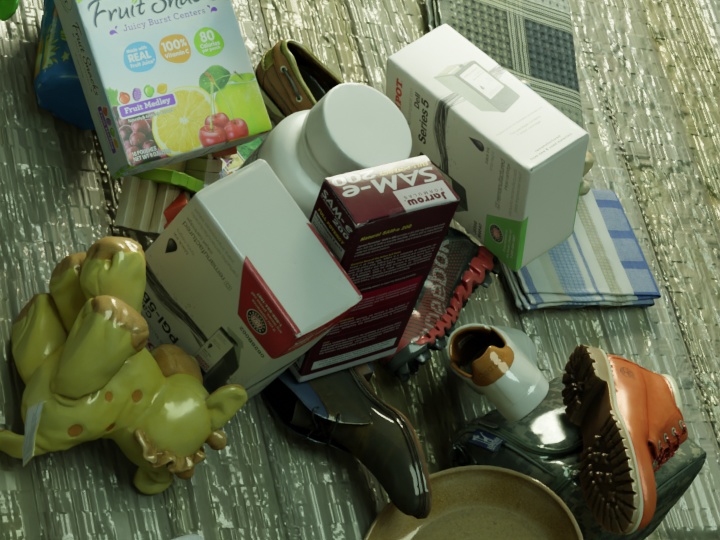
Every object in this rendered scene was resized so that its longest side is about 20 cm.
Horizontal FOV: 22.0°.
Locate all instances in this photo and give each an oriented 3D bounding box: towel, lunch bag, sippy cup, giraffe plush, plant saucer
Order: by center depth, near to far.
[{"bbox_3d":[-0.184,0.095,1.494,0.162,0.173,0.200,27,58,-29],"label":"giraffe plush"},{"bbox_3d":[0.097,0.264,1.596,0.200,0.035,0.200,-7,53,9],"label":"plant saucer"},{"bbox_3d":[-0.233,-0.201,1.664,0.178,0.140,0.130,11,64,1],"label":"sippy cup"},{"bbox_3d":[0.195,0.182,1.718,0.168,0.139,0.200,44,43,20],"label":"lunch bag"},{"bbox_3d":[0.217,-0.023,1.934,0.200,0.024,0.147,-1,61,-38],"label":"towel"},{"bbox_3d":[0.155,-0.248,2.033,0.200,0.035,0.193,15,58,-30],"label":"towel"}]

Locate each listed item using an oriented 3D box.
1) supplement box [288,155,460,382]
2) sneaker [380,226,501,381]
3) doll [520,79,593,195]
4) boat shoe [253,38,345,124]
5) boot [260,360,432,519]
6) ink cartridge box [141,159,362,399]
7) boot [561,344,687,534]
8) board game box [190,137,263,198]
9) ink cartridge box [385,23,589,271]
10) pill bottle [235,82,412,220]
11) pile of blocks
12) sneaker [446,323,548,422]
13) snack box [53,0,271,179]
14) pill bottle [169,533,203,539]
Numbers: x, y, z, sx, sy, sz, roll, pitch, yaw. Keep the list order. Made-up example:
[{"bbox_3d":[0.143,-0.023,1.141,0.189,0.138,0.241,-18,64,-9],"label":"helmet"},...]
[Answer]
[{"bbox_3d":[0.000,0.000,1.579,0.109,0.200,0.061,-15,55,-33],"label":"supplement box"},{"bbox_3d":[0.056,0.023,1.758,0.098,0.071,0.200,42,45,-6],"label":"sneaker"},{"bbox_3d":[0.195,-0.133,1.900,0.137,0.048,0.200,62,14,14],"label":"doll"},{"bbox_3d":[-0.022,-0.142,1.807,0.200,0.068,0.072,41,45,-8],"label":"boat shoe"},{"bbox_3d":[-0.017,0.145,1.625,0.097,0.075,0.200,-11,51,-29],"label":"boot"},{"bbox_3d":[-0.111,0.024,1.551,0.083,0.200,0.147,-31,82,-40],"label":"ink cartridge box"},{"bbox_3d":[0.246,0.152,1.616,0.107,0.075,0.200,16,40,-18],"label":"boot"},{"bbox_3d":[-0.087,-0.054,1.739,0.200,0.023,0.105,48,44,0],"label":"board game box"},{"bbox_3d":[0.116,-0.120,1.787,0.084,0.146,0.200,-33,57,-26],"label":"ink cartridge box"},{"bbox_3d":[-0.044,-0.075,1.629,0.114,0.200,0.114,18,53,-25],"label":"pill bottle"},{"bbox_3d":[-0.147,-0.112,1.653,0.082,0.062,0.200,55,52,-47],"label":"pile of blocks"},{"bbox_3d":[0.115,0.071,1.701,0.073,0.200,0.085,-45,103,0],"label":"sneaker"},{"bbox_3d":[-0.175,-0.194,1.596,0.142,0.053,0.200,-17,89,-29],"label":"snack box"},{"bbox_3d":[-0.128,0.314,1.413,0.111,0.111,0.200,-17,73,-41],"label":"pill bottle"}]
